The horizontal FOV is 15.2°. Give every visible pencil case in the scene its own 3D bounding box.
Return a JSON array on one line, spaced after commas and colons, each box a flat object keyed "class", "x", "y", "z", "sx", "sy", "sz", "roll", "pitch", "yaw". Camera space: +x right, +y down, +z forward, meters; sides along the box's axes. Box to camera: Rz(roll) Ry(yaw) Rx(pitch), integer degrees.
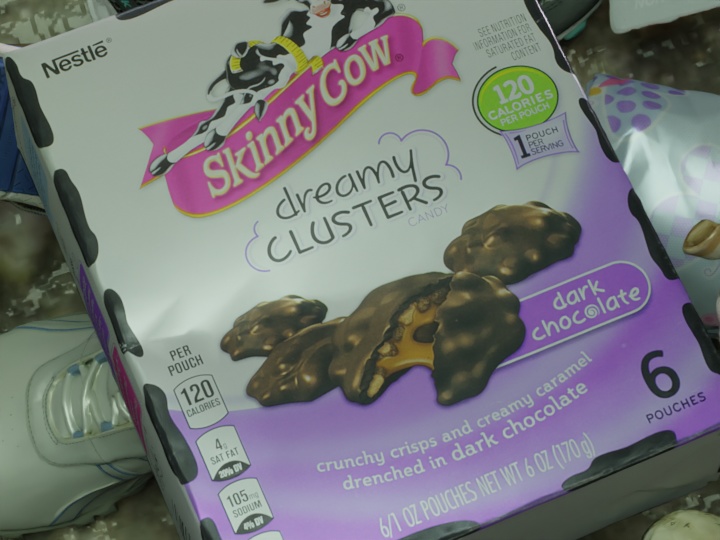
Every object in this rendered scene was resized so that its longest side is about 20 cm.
[{"class": "pencil case", "x": 0.162, "y": -0.009, "z": 0.925, "sx": 0.199, "sy": 0.083, "sz": 0.091, "roll": 11, "pitch": 100, "yaw": 7}]

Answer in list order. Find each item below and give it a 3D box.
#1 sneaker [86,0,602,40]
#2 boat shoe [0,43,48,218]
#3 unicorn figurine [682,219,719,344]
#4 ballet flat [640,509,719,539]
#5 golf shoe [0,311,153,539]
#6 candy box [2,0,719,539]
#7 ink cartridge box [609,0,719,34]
[{"class": "sneaker", "x": -0.004, "y": -0.113, "z": 0.962, "sx": 0.199, "sy": 0.091, "sz": 0.078, "roll": -5, "pitch": 74, "yaw": 3}, {"class": "boat shoe", "x": -0.093, "y": -0.049, "z": 0.953, "sx": 0.199, "sy": 0.072, "sz": 0.073, "roll": 17, "pitch": 98, "yaw": -18}, {"class": "unicorn figurine", "x": 0.163, "y": 0.021, "z": 0.847, "sx": 0.200, "sy": 0.074, "sz": 0.137, "roll": -37, "pitch": 118, "yaw": 17}, {"class": "ballet flat", "x": 0.150, "y": 0.160, "z": 0.846, "sx": 0.066, "sy": 0.057, "sz": 0.200, "roll": -34, "pitch": 97, "yaw": -23}, {"class": "golf shoe", "x": -0.077, "y": 0.037, "z": 0.922, "sx": 0.199, "sy": 0.097, "sz": 0.079, "roll": -14, "pitch": 74, "yaw": 1}, {"class": "candy box", "x": 0.000, "y": 0.000, "z": 0.847, "sx": 0.167, "sy": 0.072, "sz": 0.201, "roll": -22, "pitch": 71, "yaw": -10}, {"class": "ink cartridge box", "x": 0.166, "y": -0.185, "z": 0.949, "sx": 0.162, "sy": 0.050, "sz": 0.201, "roll": -12, "pitch": 68, "yaw": 33}]
